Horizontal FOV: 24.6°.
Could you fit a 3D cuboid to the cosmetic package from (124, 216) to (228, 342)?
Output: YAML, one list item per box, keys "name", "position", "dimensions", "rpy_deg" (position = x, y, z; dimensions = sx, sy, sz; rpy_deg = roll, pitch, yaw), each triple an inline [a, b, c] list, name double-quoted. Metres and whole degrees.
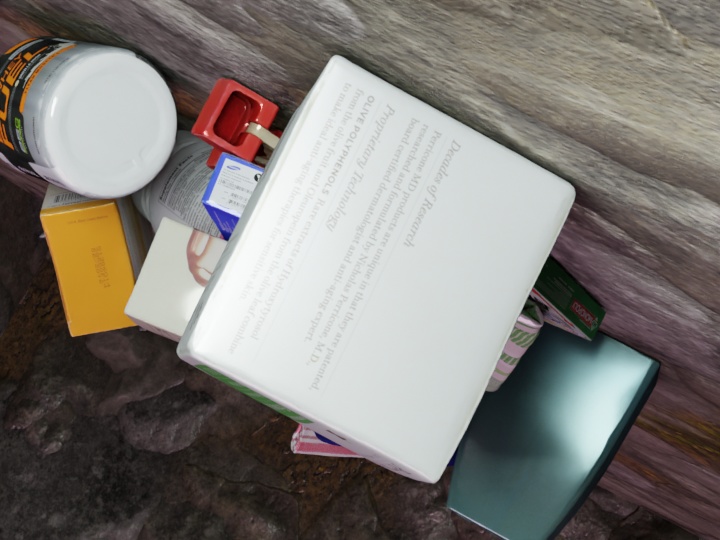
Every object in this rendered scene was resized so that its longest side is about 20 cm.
- name: "cosmetic package"
  position: [-0.077, 0.038, 1.332]
  dimensions: [0.198, 0.088, 0.103]
  rpy_deg: [21, 173, 6]

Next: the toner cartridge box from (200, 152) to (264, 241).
- name: "toner cartridge box"
  position: [-0.063, -0.034, 1.293]
  dimensions: [0.094, 0.044, 0.200]
  rpy_deg: [24, 172, 5]

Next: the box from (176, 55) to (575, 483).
- name: "box"
  position: [0.001, 0.004, 1.038]
  dimensions: [0.170, 0.201, 0.199]
  rpy_deg: [27, 173, -6]

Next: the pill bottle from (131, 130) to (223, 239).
- name: "pill bottle"
  position: [-0.123, -0.051, 1.504]
  dimensions: [0.113, 0.114, 0.200]
  rpy_deg: [34, -179, -43]

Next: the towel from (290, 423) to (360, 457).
- name: "towel"
  position: [0.023, 0.123, 1.594]
  dimensions: [0.145, 0.030, 0.201]
  rpy_deg: [6, 142, -15]

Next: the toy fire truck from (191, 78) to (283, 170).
- name: "toy fire truck"
  position: [-0.054, -0.080, 1.305]
  dimensions: [0.199, 0.049, 0.141]
  rpy_deg: [30, 172, -24]

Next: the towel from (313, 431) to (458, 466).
- name: "towel"
  position: [0.015, 0.104, 1.468]
  dimensions: [0.146, 0.050, 0.201]
  rpy_deg: [9, 151, 14]

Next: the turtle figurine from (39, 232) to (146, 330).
- name: "turtle figurine"
  position: [-0.194, -0.035, 1.731]
  dimensions: [0.193, 0.199, 0.145]
  rpy_deg: [-25, 91, 57]

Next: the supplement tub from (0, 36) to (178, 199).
- name: "supplement tub"
  position: [-0.245, -0.132, 1.386]
  dimensions: [0.122, 0.123, 0.199]
  rpy_deg: [32, 172, -32]

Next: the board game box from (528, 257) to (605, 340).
- name: "board game box"
  position: [0.098, -0.011, 1.286]
  dimensions: [0.134, 0.029, 0.200]
  rpy_deg: [23, 172, 35]

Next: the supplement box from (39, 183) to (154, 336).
- name: "supplement box"
  position: [-0.248, -0.040, 1.570]
  dimensions: [0.073, 0.127, 0.200]
  rpy_deg: [-10, -156, 1]

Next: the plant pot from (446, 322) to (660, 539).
- name: "plant pot"
  position: [0.167, 0.152, 1.509]
  dimensions: [0.140, 0.201, 0.141]
  rpy_deg: [26, 174, 13]

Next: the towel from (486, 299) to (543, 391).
- name: "towel"
  position: [0.066, 0.041, 1.363]
  dimensions: [0.151, 0.024, 0.200]
  rpy_deg: [25, 157, 1]
